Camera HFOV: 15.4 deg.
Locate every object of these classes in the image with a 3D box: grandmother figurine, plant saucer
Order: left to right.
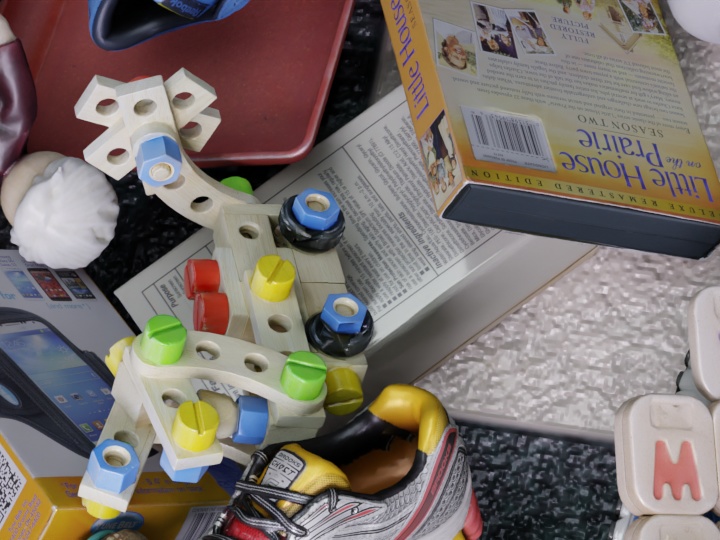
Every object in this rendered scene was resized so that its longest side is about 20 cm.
[{"bbox_3d":[-0.188,-0.077,1.219,0.200,0.121,0.061,43,43,10],"label":"grandmother figurine"},{"bbox_3d":[-0.083,-0.123,1.278,0.199,0.037,0.200,-1,56,26],"label":"plant saucer"}]

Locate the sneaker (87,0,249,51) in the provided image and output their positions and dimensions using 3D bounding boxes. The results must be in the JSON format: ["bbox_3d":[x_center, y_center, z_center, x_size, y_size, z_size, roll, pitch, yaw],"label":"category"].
[{"bbox_3d":[-0.046,-0.150,1.186,0.199,0.066,0.079,-22,40,38],"label":"sneaker"}]

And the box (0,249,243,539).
[{"bbox_3d":[-0.143,0.049,1.171,0.200,0.119,0.042,50,121,33],"label":"box"}]

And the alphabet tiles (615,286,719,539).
[{"bbox_3d":[0.199,0.104,1.115,0.199,0.015,0.197,4,75,-24],"label":"alphabet tiles"}]

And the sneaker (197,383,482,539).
[{"bbox_3d":[-0.039,0.109,1.052,0.200,0.083,0.078,-32,43,-30],"label":"sneaker"}]

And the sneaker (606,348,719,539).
[{"bbox_3d":[0.162,0.103,1.153,0.089,0.079,0.201,22,68,14],"label":"sneaker"}]

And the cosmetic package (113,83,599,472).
[{"bbox_3d":[0.000,0.000,1.233,0.200,0.073,0.104,-35,67,-1],"label":"cosmetic package"}]

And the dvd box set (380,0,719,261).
[{"bbox_3d":[0.080,-0.100,1.206,0.146,0.029,0.201,7,51,-29],"label":"dvd box set"}]

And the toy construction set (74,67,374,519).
[{"bbox_3d":[-0.064,0.011,1.128,0.130,0.092,0.201,1,60,-18],"label":"toy construction set"}]

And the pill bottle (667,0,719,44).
[{"bbox_3d":[0.182,-0.175,1.232,0.111,0.112,0.201,-18,68,6],"label":"pill bottle"}]

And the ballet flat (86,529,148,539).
[{"bbox_3d":[-0.093,0.193,1.130,0.065,0.201,0.070,36,51,29],"label":"ballet flat"}]
